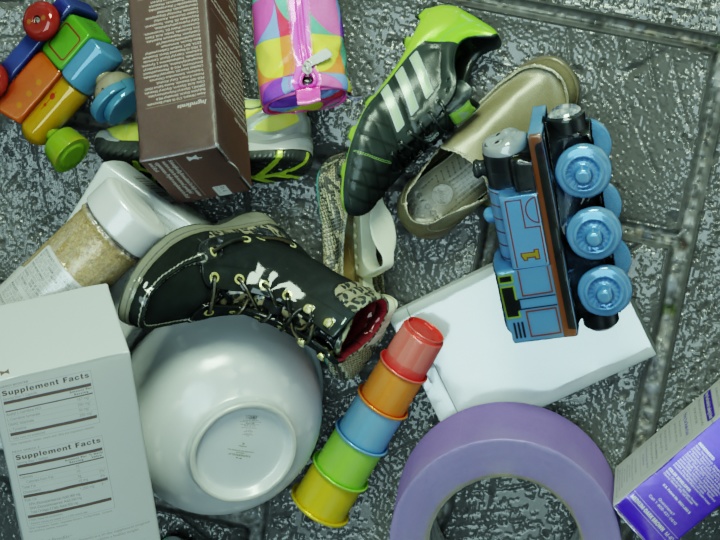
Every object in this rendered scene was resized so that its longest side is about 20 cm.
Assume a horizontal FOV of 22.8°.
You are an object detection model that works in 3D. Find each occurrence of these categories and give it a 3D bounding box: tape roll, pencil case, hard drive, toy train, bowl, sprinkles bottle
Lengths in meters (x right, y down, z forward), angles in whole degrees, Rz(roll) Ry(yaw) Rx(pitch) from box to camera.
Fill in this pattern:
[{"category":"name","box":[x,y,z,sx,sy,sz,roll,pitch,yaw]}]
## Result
[{"category":"tape roll","box":[0.126,0.222,1.554,0.198,0.085,0.202,2,109,6]},{"category":"pencil case","box":[-0.054,-0.227,1.491,0.087,0.088,0.202,-10,82,11]},{"category":"hard drive","box":[0.141,0.055,1.563,0.199,0.027,0.133,-26,95,13]},{"category":"toy train","box":[0.159,-0.038,1.472,0.113,0.087,0.202,-9,114,11]},{"category":"bowl","box":[-0.112,0.136,1.540,0.199,0.090,0.203,-10,118,-18]},{"category":"sprinkles bottle","box":[-0.250,0.015,1.457,0.200,0.068,0.068,-43,91,7]},{"category":"toy train","box":[-0.282,-0.129,1.552,0.200,0.085,0.116,-46,72,13]}]

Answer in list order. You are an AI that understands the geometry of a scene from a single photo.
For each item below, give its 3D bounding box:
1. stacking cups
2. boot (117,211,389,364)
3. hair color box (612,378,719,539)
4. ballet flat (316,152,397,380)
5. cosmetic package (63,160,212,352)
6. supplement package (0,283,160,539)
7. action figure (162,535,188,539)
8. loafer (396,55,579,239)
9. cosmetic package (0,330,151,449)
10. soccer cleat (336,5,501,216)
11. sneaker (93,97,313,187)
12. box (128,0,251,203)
[{"category":"stacking cups","box":[0.008,0.129,1.573,0.060,0.061,0.201,29,108,3]},{"category":"boot","box":[-0.084,0.024,1.457,0.153,0.203,0.074,31,120,23]},{"category":"hair color box","box":[0.306,0.142,1.510,0.065,0.109,0.200,45,104,-1]},{"category":"ballet flat","box":[0.000,0.000,1.549,0.075,0.067,0.202,6,101,45]},{"category":"cosmetic package","box":[-0.222,0.018,1.524,0.101,0.074,0.201,35,97,6]},{"category":"supplement package","box":[-0.230,0.131,1.421,0.108,0.114,0.202,-12,122,-12]},{"category":"action figure","box":[-0.128,0.296,1.640,0.198,0.055,0.119,20,106,9]},{"category":"loafer","box":[0.109,-0.098,1.519,0.076,0.067,0.200,42,104,0]},{"category":"cosmetic package","box":[-0.281,0.103,1.614,0.198,0.081,0.114,7,101,6]},{"category":"soccer cleat","box":[0.048,-0.131,1.491,0.081,0.068,0.201,23,78,24]},{"category":"sneaker","box":[-0.135,-0.118,1.564,0.198,0.075,0.077,0,71,11]},{"category":"box","box":[-0.143,-0.169,1.490,0.074,0.100,0.202,-11,69,10]}]
